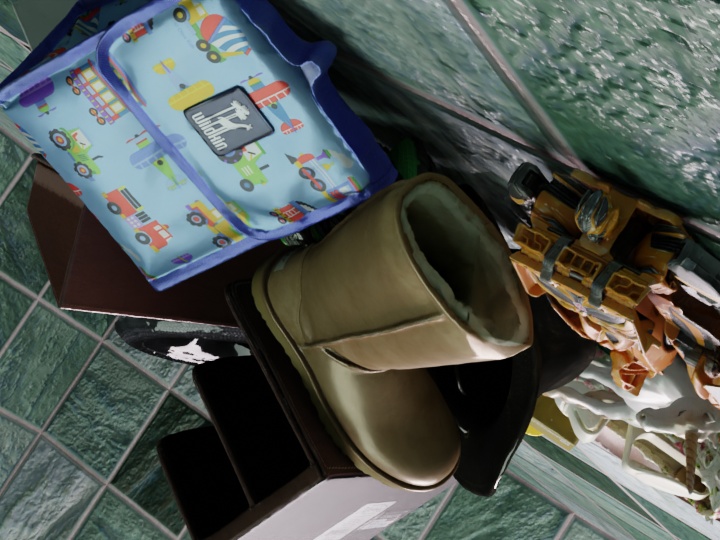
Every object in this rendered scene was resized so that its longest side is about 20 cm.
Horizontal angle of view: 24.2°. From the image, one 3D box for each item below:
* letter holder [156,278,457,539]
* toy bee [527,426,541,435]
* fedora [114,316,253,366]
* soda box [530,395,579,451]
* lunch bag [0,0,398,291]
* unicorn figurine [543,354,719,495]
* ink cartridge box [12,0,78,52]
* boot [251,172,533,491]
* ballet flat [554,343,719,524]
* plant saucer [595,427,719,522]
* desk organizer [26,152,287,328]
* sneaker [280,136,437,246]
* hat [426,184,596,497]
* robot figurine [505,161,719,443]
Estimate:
[{"bbox_3d":[-0.037,0.090,1.057,0.199,0.100,0.143,9,-130,-60],"label":"letter holder"},{"bbox_3d":[0.106,0.099,1.405,0.130,0.109,0.200,32,174,3],"label":"toy bee"},{"bbox_3d":[-0.082,0.022,1.262,0.198,0.093,0.201,6,167,1],"label":"fedora"},{"bbox_3d":[0.096,0.053,1.278,0.199,0.068,0.064,34,174,9],"label":"soda box"},{"bbox_3d":[-0.077,-0.088,0.902,0.199,0.094,0.151,-15,122,47],"label":"lunch bag"},{"bbox_3d":[0.173,0.071,1.051,0.136,0.075,0.200,23,-175,20],"label":"unicorn figurine"},{"bbox_3d":[-0.166,-0.098,1.137,0.200,0.067,0.117,82,163,-68],"label":"ink cartridge box"},{"bbox_3d":[0.031,0.044,0.879,0.175,0.066,0.200,49,155,-11],"label":"boot"},{"bbox_3d":[0.192,0.106,1.190,0.199,0.064,0.076,33,157,10],"label":"ballet flat"},{"bbox_3d":[0.253,0.154,1.412,0.199,0.032,0.200,33,174,4],"label":"plant saucer"},{"bbox_3d":[-0.114,-0.013,1.057,0.199,0.078,0.071,9,-169,-41],"label":"desk organizer"},{"bbox_3d":[0.001,-0.026,0.969,0.079,0.085,0.200,67,166,-10],"label":"sneaker"},{"bbox_3d":[0.090,0.039,0.996,0.080,0.203,0.200,-2,-174,-18],"label":"hat"},{"bbox_3d":[0.139,0.019,0.806,0.144,0.059,0.200,29,173,36],"label":"robot figurine"}]
